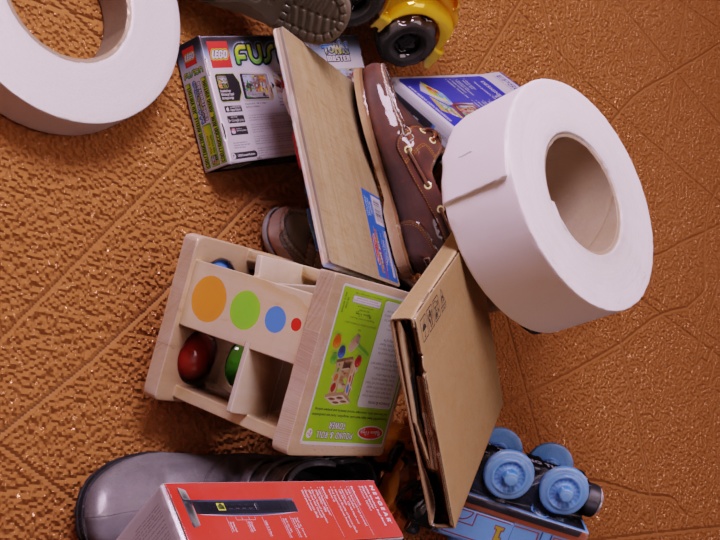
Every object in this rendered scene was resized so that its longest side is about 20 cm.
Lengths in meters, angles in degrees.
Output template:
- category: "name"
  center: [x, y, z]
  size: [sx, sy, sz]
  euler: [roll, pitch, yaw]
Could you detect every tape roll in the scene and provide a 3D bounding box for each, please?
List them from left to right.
- category: "tape roll"
  center: [-0.224, -0.202, 0.761]
  size: [0.202, 0.037, 0.204]
  euler: [15, 69, -43]
- category: "tape roll"
  center: [0.158, -0.053, 0.850]
  size: [0.202, 0.071, 0.203]
  euler: [20, 60, -39]

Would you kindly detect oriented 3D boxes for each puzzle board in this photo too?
- category: "puzzle board"
  center: [-0.020, -0.088, 0.864]
  size: [0.151, 0.017, 0.201]
  euler: [20, 55, -66]

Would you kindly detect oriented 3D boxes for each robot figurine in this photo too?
- category: "robot figurine"
  center: [0.007, 0.202, 0.836]
  size: [0.058, 0.145, 0.200]
  euler: [53, 56, -32]

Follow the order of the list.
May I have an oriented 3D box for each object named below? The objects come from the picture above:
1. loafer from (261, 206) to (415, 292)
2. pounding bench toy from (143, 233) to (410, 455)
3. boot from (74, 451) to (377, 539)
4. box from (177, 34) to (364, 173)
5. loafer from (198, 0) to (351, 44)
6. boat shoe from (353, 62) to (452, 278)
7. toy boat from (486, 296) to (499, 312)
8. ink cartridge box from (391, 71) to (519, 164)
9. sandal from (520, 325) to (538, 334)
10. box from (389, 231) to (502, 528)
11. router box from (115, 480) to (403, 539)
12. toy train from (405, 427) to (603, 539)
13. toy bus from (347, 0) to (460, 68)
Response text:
- category: "loafer"
  center: [0.000, 0.000, 0.928]
  size: [0.200, 0.063, 0.072]
  euler: [38, 54, -34]
- category: "pounding bench toy"
  center: [-0.042, 0.059, 0.796]
  size: [0.200, 0.156, 0.125]
  euler: [16, 89, -56]
- category: "boot"
  center: [-0.091, 0.157, 0.740]
  size: [0.200, 0.131, 0.070]
  euler: [-4, 83, -47]
- category: "box"
  center: [-0.066, -0.153, 0.918]
  size: [0.200, 0.035, 0.110]
  euler: [-14, 90, -48]
- category: "loafer"
  center: [-0.100, -0.254, 0.858]
  size: [0.200, 0.076, 0.067]
  euler: [30, 24, -10]
- category: "boat shoe"
  center: [0.047, -0.096, 0.931]
  size: [0.070, 0.070, 0.201]
  euler: [-6, 80, -75]
- category: "toy boat"
  center: [0.129, -0.036, 1.054]
  size: [0.200, 0.131, 0.131]
  euler: [-10, 58, -48]
- category: "ink cartridge box"
  center: [0.148, -0.133, 1.056]
  size: [0.200, 0.047, 0.198]
  euler: [-12, 48, -48]
- category: "sandal"
  center: [0.152, -0.015, 0.930]
  size: [0.075, 0.045, 0.200]
  euler: [-38, 126, -9]
- category: "box"
  center: [0.072, 0.075, 0.789]
  size: [0.200, 0.021, 0.164]
  euler: [-48, 130, -64]
- category: "router box"
  center: [-0.098, 0.216, 0.675]
  size: [0.179, 0.200, 0.049]
  euler: [10, 38, -44]
- category: "toy train"
  center: [0.118, 0.205, 0.937]
  size: [0.199, 0.087, 0.115]
  euler: [18, 100, -5]
- category: "toy bus"
  center: [0.050, -0.311, 0.949]
  size: [0.200, 0.192, 0.136]
  euler: [26, 40, -42]
